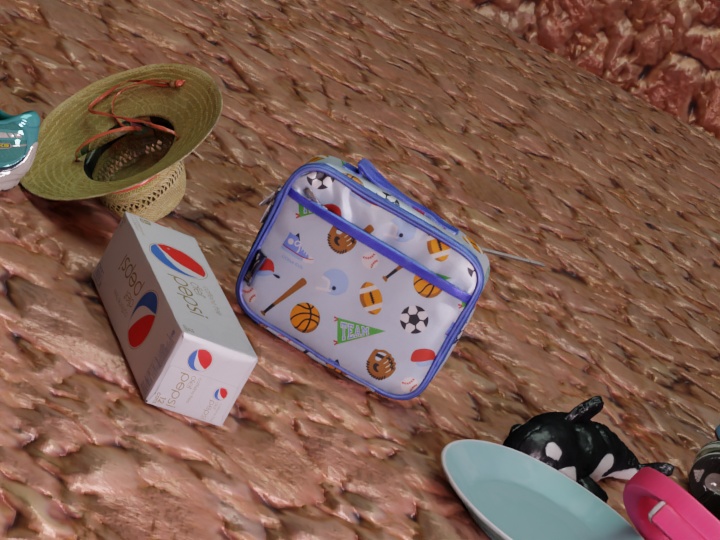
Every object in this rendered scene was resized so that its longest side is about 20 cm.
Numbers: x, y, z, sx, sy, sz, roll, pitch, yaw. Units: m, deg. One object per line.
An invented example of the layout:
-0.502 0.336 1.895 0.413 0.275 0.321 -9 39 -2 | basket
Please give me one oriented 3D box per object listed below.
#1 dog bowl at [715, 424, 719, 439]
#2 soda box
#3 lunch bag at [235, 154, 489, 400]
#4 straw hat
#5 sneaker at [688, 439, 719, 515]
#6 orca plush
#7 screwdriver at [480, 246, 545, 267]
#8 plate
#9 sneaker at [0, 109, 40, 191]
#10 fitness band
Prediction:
0.456 0.185 2.250 0.199 0.050 0.112 22 18 -24 | dog bowl
-0.143 0.034 1.675 0.068 0.064 0.200 21 19 -28 | soda box
0.000 0.000 1.841 0.199 0.161 0.076 31 16 3 | lunch bag
-0.191 -0.088 1.902 0.201 0.200 0.085 55 -13 55 | straw hat
0.400 0.208 2.043 0.200 0.076 0.115 28 18 4 | sneaker
0.202 0.147 1.902 0.199 0.071 0.105 17 21 -36 | orca plush
0.131 -0.026 2.350 0.199 0.029 0.028 8 27 -40 | screwdriver
0.145 0.200 1.737 0.199 0.026 0.200 28 17 -9 | plate
-0.350 -0.144 1.824 0.199 0.080 0.078 30 17 5 | sneaker
0.278 0.236 1.727 0.200 0.037 0.144 45 -9 26 | fitness band
